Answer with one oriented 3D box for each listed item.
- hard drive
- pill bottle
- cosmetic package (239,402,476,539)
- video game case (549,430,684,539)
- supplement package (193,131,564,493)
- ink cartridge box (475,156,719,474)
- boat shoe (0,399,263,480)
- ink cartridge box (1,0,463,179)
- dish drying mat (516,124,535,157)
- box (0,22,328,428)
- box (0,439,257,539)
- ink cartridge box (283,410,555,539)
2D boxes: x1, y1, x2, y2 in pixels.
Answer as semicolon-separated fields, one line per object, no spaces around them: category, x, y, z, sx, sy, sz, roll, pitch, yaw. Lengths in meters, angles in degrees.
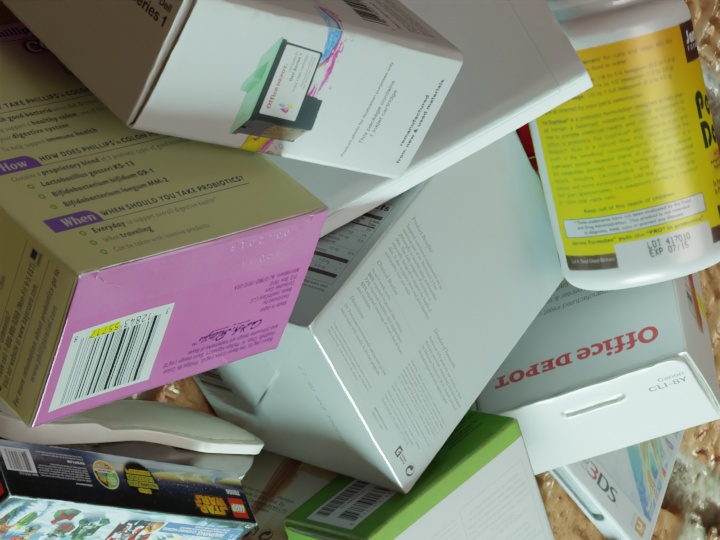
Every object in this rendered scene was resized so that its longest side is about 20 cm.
hard drive;0.017;-0.112;1.438;0.200;0.132;0.026;-29;152;2
pill bottle;0.155;-0.096;1.487;0.109;0.109;0.200;-22;103;-44
cosmetic package;-0.009;0.134;1.586;0.200;0.087;0.103;-51;132;-28
video game case;0.175;0.074;1.765;0.182;0.022;0.200;49;46;-29
supplement package;0.000;0.000;1.509;0.200;0.150;0.152;-52;134;-26
ink cartridge box;0.147;0.019;1.625;0.083;0.145;0.200;52;26;-46
boat shoe;-0.142;0.112;1.440;0.200;0.072;0.060;6;101;-47
ink cartridge box;-0.069;-0.129;1.298;0.200;0.145;0.084;9;117;-46
dish drying mat;0.132;-0.181;1.717;0.077;0.018;0.200;-15;113;-46
box;-0.154;-0.033;1.267;0.176;0.200;0.097;-17;138;-46
box;-0.172;0.154;1.374;0.200;0.137;0.040;14;45;-50
ink cartridge box;0.053;0.208;1.537;0.148;0.076;0.200;-35;118;-35
